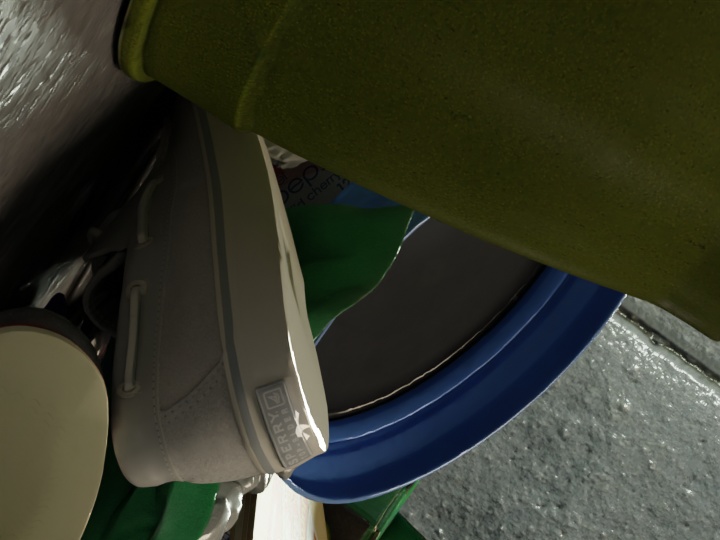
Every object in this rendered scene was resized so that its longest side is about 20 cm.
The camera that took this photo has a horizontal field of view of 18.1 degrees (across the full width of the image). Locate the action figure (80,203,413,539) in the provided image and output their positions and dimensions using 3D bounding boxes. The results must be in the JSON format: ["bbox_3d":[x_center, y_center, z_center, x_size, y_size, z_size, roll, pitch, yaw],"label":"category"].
[{"bbox_3d":[-0.057,0.052,0.741,0.118,0.055,0.200,-11,-149,27],"label":"action figure"}]

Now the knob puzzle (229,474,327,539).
[{"bbox_3d":[-0.039,0.153,0.980,0.220,0.030,0.220,-5,90,-82],"label":"knob puzzle"}]

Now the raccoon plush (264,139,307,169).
[{"bbox_3d":[0.026,-0.135,0.862,0.200,0.097,0.134,-32,-168,8],"label":"raccoon plush"}]

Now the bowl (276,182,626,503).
[{"bbox_3d":[0.036,0.010,0.909,0.200,0.039,0.201,-31,150,-20],"label":"bowl"}]

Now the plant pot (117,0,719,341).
[{"bbox_3d":[0.065,-0.083,0.654,0.201,0.193,0.200,-54,178,-3],"label":"plant pot"}]

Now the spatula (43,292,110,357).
[{"bbox_3d":[-0.109,0.029,0.834,0.057,0.021,0.200,-54,179,7],"label":"spatula"}]

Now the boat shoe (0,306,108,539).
[{"bbox_3d":[-0.127,0.085,0.674,0.200,0.071,0.063,-61,-174,27],"label":"boat shoe"}]

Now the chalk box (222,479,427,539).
[{"bbox_3d":[-0.040,0.108,1.140,0.125,0.200,0.124,-56,177,33],"label":"chalk box"}]

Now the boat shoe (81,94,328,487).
[{"bbox_3d":[-0.054,0.001,0.710,0.200,0.068,0.072,-104,178,-52],"label":"boat shoe"}]

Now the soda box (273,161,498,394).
[{"bbox_3d":[0.000,0.000,0.969,0.063,0.070,0.200,-41,152,3],"label":"soda box"}]
